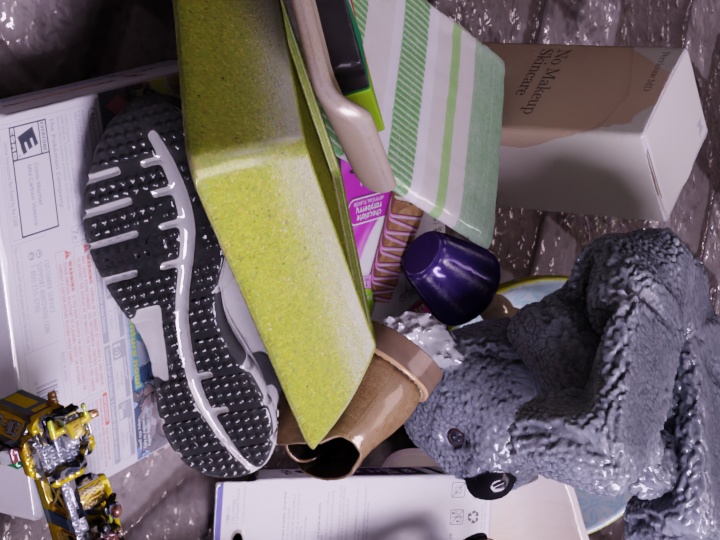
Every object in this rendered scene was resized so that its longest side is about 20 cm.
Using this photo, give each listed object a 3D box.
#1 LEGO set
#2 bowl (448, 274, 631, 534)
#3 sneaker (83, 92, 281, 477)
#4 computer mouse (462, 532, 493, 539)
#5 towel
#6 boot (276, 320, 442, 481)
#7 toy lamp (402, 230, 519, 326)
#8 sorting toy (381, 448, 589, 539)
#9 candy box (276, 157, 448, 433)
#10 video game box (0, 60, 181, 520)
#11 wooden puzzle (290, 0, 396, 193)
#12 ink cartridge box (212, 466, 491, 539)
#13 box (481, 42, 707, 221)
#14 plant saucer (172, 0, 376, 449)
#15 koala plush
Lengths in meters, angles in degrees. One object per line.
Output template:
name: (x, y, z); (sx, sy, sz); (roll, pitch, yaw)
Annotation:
LEGO set: (-0.162, 0.145, 0.663); (0.200, 0.116, 0.154); (-18, 108, -38)
bowl: (0.128, 0.091, 1.158); (0.108, 0.199, 0.201); (-128, -146, -74)
sneaker: (-0.086, 0.003, 0.788); (0.080, 0.073, 0.201); (-73, 155, -65)
computer mouse: (0.039, 0.257, 0.987); (0.109, 0.044, 0.201); (-13, 116, -25)
towel: (0.011, -0.119, 0.944); (0.200, 0.023, 0.153); (29, 53, -33)
boot: (-0.033, 0.072, 0.866); (0.074, 0.200, 0.076); (40, 72, -17)
toy lamp: (0.104, 0.038, 1.029); (0.200, 0.058, 0.058); (38, 61, -34)
sorting toy: (0.085, 0.207, 1.078); (0.107, 0.199, 0.181); (-58, 143, -69)
candy box: (0.000, 0.000, 1.002); (0.136, 0.061, 0.201); (-21, 113, -55)
video game box: (-0.132, 0.001, 0.803); (0.182, 0.047, 0.201); (-24, 114, -53)
wooden puzzle: (-0.021, -0.150, 0.806); (0.185, 0.037, 0.201); (55, 16, -80)
ink cartridge box: (-0.010, 0.177, 0.986); (0.199, 0.039, 0.100); (4, 92, -28)
box: (0.124, -0.098, 1.054); (0.095, 0.199, 0.078); (-60, 140, -34)
plant saucer: (-0.039, -0.048, 0.771); (0.200, 0.048, 0.200); (-101, 174, -46)
koala plush: (0.109, 0.073, 0.937); (0.177, 0.199, 0.184); (37, 53, -43)
